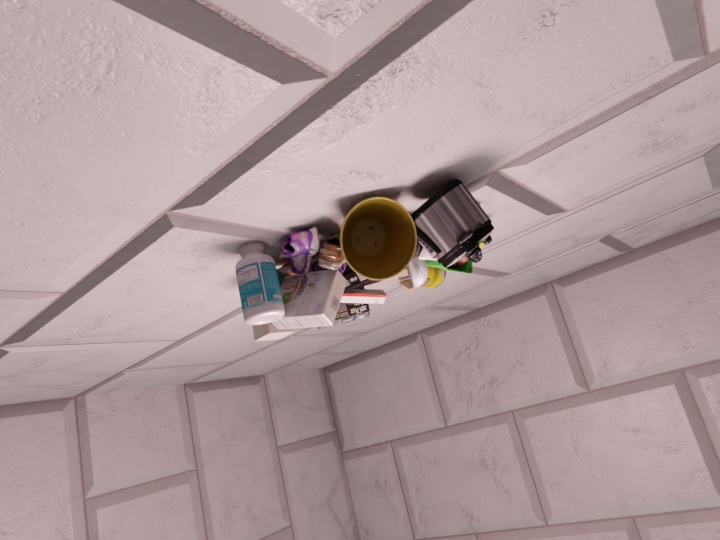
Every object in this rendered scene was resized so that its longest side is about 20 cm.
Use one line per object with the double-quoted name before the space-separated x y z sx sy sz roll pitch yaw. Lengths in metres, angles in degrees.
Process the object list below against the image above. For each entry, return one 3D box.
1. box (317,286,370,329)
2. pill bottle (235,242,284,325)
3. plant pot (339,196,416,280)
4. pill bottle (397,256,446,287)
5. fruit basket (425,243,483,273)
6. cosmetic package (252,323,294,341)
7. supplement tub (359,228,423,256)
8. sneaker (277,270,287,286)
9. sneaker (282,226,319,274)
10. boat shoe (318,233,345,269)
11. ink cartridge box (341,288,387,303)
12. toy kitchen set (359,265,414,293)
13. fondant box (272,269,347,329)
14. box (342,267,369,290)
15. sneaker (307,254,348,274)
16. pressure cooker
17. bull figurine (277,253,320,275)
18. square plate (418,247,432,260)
"box" -0.078 0.101 1.870 0.195 0.167 0.086 -14 164 -7
"pill bottle" -0.270 0.034 1.394 0.108 0.205 0.111 -12 164 -4
"plant pot" 0.032 -0.084 1.357 0.195 0.205 0.142 -12 -173 -11
"pill bottle" 0.221 0.005 1.922 0.111 0.115 0.198 -27 161 37
"fruit basket" 0.336 -0.074 1.735 0.210 0.160 0.216 0 175 0
"cosmetic package" -0.283 0.107 1.629 0.102 0.205 0.086 1 159 -45
"supplement tub" 0.100 -0.088 1.502 0.195 0.109 0.107 -8 163 -20
"sneaker" -0.263 0.037 1.540 0.086 0.075 0.201 -14 124 41
"sneaker" -0.175 -0.053 1.437 0.086 0.082 0.201 -3 155 -21
"boat shoe" -0.063 -0.061 1.432 0.074 0.074 0.200 10 -164 3
"ink cartridge box" 0.002 0.090 1.705 0.158 0.059 0.200 2 -173 -3
"toy kitchen set" 0.074 0.011 1.710 0.176 0.167 0.200 -15 164 2
"fondant box" -0.145 0.080 1.439 0.196 0.147 0.058 -7 140 33
"box" 0.000 0.000 1.600 0.198 0.044 0.160 -25 -169 41
"sneaker" -0.062 -0.017 1.542 0.198 0.083 0.082 -29 130 -34
"pressure cooker" 0.242 -0.105 1.335 0.175 0.201 0.178 -34 175 -40
"bull figurine" -0.193 -0.004 1.596 0.196 0.067 0.121 -18 167 16
"square plate" 0.267 -0.110 1.516 0.198 0.028 0.201 4 115 -52
